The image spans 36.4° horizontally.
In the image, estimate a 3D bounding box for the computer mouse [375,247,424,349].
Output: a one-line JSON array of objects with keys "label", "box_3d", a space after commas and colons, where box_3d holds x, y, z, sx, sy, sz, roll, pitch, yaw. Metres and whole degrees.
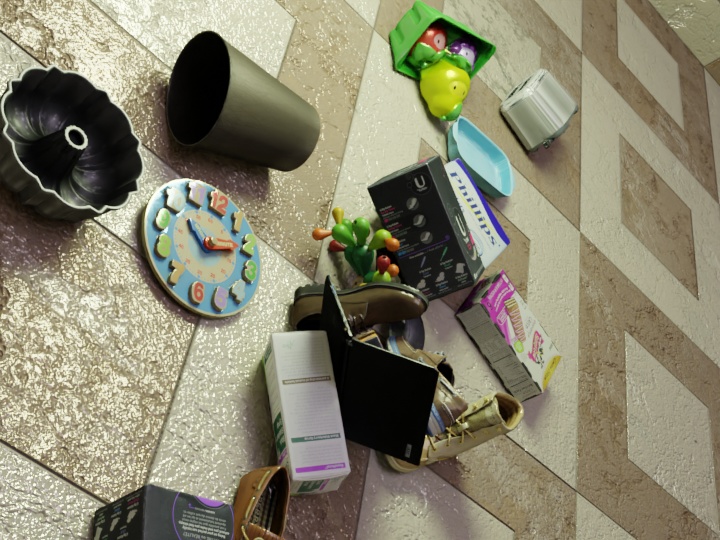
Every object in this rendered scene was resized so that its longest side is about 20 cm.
[{"label": "computer mouse", "box_3d": [0.066, 0.051, 1.727, 0.141, 0.046, 0.201, 54, 31, -42]}]

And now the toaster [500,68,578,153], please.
[{"label": "toaster", "box_3d": [0.384, -0.347, 2.372, 0.129, 0.113, 0.200, 49, 39, -9]}]

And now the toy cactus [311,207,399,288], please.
[{"label": "toy cactus", "box_3d": [0.000, 0.000, 1.655, 0.102, 0.200, 0.166, -20, 123, -22]}]

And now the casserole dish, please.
[{"label": "casserole dish", "box_3d": [0.232, -0.217, 2.151, 0.200, 0.039, 0.122, 35, 42, -35]}]

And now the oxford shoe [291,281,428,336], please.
[{"label": "oxford shoe", "box_3d": [-0.001, 0.066, 1.555, 0.085, 0.199, 0.073, -82, 161, -44]}]

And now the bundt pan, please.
[{"label": "bundt pan", "box_3d": [-0.368, -0.145, 1.336, 0.202, 0.076, 0.203, 31, 45, -36]}]

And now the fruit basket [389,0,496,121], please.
[{"label": "fruit basket", "box_3d": [0.166, -0.399, 2.125, 0.215, 0.156, 0.216, 33, 27, -20]}]

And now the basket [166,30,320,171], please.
[{"label": "basket", "box_3d": [-0.165, -0.231, 1.604, 0.200, 0.136, 0.181, 22, 54, -46]}]

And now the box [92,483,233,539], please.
[{"label": "box", "box_3d": [-0.212, 0.346, 1.161, 0.122, 0.106, 0.201, 24, 49, -37]}]

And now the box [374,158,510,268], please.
[{"label": "box", "box_3d": [0.145, -0.075, 1.882, 0.184, 0.105, 0.200, 58, 30, -4]}]

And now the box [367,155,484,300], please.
[{"label": "box", "box_3d": [0.105, -0.064, 1.709, 0.201, 0.106, 0.122, 67, 16, -7]}]

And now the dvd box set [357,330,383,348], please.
[{"label": "dvd box set", "box_3d": [0.038, 0.159, 1.561, 0.200, 0.029, 0.147, 112, -45, -88]}]

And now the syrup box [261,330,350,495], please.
[{"label": "syrup box", "box_3d": [-0.074, 0.187, 1.441, 0.081, 0.079, 0.201, -3, 65, -15]}]

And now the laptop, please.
[{"label": "laptop", "box_3d": [0.015, 0.132, 1.451, 0.103, 0.178, 0.200, -4, 39, -16]}]

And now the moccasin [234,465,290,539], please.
[{"label": "moccasin", "box_3d": [-0.118, 0.328, 1.314, 0.074, 0.078, 0.202, 41, 40, -26]}]

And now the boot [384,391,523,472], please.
[{"label": "boot", "box_3d": [0.140, 0.238, 1.626, 0.200, 0.155, 0.073, 1, 65, -51]}]

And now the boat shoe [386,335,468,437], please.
[{"label": "boat shoe", "box_3d": [0.093, 0.149, 1.498, 0.200, 0.072, 0.072, -118, -175, -53]}]

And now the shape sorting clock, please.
[{"label": "shape sorting clock", "box_3d": [-0.210, -0.032, 1.484, 0.200, 0.039, 0.201, 30, 45, -35]}]

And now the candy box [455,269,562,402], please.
[{"label": "candy box", "box_3d": [0.267, 0.117, 1.949, 0.200, 0.061, 0.136, 55, 35, -9]}]
